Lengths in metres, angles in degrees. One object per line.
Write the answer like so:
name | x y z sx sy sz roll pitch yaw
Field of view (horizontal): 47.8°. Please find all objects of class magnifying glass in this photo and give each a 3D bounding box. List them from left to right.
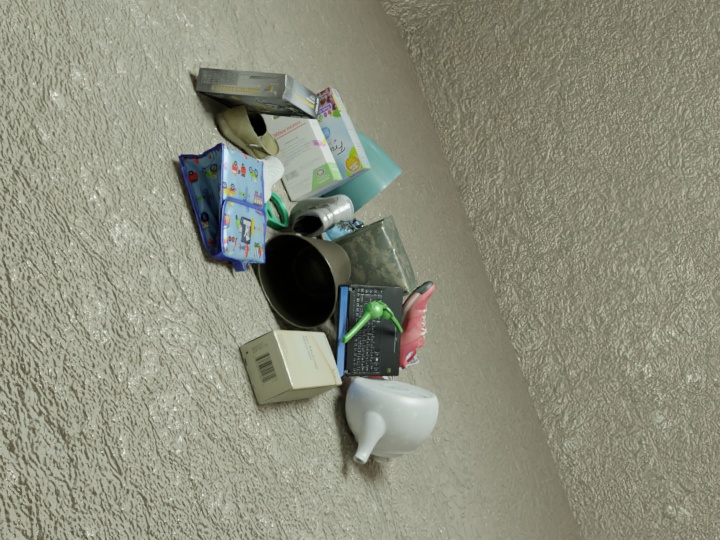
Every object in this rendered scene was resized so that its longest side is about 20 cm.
magnifying glass | -0.185 -0.110 1.606 0.081 0.022 0.200 64 19 -6

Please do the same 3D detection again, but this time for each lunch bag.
lunch bag | -0.226 -0.097 1.402 0.150 0.092 0.204 12 67 -69
lunch bag | 0.000 0.000 1.711 0.166 0.197 0.118 67 17 -5

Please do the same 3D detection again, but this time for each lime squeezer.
lime squeezer | 0.036 0.093 1.534 0.199 0.037 0.072 -3 95 -56

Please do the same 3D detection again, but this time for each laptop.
laptop | 0.018 0.118 1.550 0.197 0.103 0.181 4 89 -30

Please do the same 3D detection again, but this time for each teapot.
teapot | 0.055 0.296 1.572 0.197 0.197 0.149 -163 -96 -68

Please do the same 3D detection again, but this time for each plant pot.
plant pot | -0.023 -0.242 1.979 0.162 0.200 0.201 51 20 -7

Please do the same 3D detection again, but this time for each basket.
basket | -0.093 0.006 1.552 0.182 0.135 0.200 58 14 0

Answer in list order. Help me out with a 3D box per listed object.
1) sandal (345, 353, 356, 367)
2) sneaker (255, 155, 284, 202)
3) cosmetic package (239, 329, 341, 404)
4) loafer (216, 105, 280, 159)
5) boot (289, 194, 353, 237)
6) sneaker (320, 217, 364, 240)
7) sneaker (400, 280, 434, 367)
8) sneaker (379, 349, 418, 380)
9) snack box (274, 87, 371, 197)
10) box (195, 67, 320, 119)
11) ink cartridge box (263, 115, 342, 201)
sandal | -0.015 0.164 1.686 0.055 0.082 0.200 44 23 9
sneaker | -0.202 -0.190 1.585 0.081 0.070 0.201 55 21 -21
cosmetic package | -0.114 0.162 1.378 0.199 0.072 0.105 10 57 -68
loafer | -0.214 -0.277 1.662 0.199 0.067 0.077 21 48 -64
boot | -0.107 -0.104 1.638 0.095 0.198 0.075 -29 100 -38
sneaker | -0.039 -0.101 1.902 0.199 0.089 0.080 25 43 -62
sneaker | 0.111 0.115 1.707 0.086 0.202 0.074 34 14 5
sneaker | 0.067 0.216 1.758 0.072 0.111 0.201 56 20 -23
snack box | -0.091 -0.289 1.867 0.203 0.167 0.068 65 19 2
box | -0.198 -0.347 1.599 0.158 0.197 0.049 10 89 -69
ink cartridge box | -0.135 -0.269 1.798 0.203 0.116 0.067 67 17 2
